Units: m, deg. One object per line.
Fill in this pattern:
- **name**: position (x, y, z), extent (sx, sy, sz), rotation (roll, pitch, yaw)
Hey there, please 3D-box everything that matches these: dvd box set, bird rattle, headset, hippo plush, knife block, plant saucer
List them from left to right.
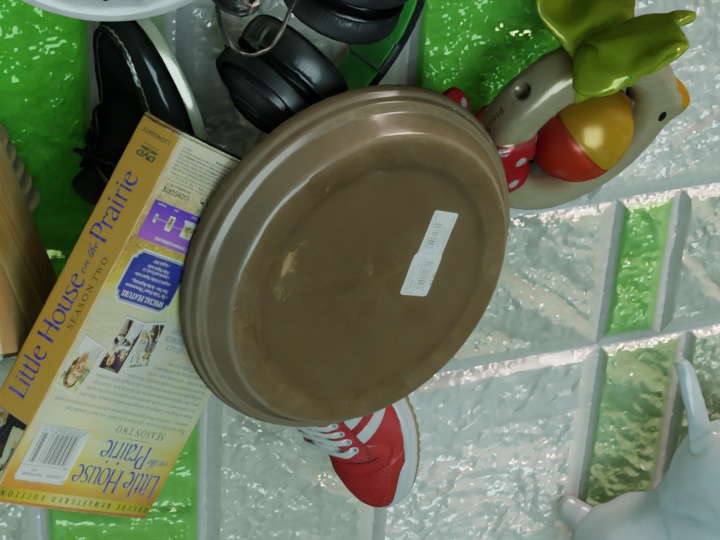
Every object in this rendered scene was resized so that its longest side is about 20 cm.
- **knife block**: position (-0.206, -0.039, 0.921), extent (0.064, 0.200, 0.177), rotation (-9, 88, 6)
- **dvd box set**: position (-0.110, 0.030, 0.949), extent (0.201, 0.029, 0.146), rotation (-62, 153, 4)
- **headset**: position (-0.034, -0.131, 0.944), extent (0.124, 0.094, 0.200), rotation (-56, 165, 12)
- **plant saucer**: position (0.000, 0.000, 0.969), extent (0.199, 0.029, 0.201), rotation (-18, 127, -26)
- **bird rattle**: position (0.112, -0.081, 1.063), extent (0.200, 0.113, 0.163), rotation (-48, 144, 13)
- **hippo plush**: position (0.230, 0.187, 1.246), extent (0.161, 0.160, 0.200), rotation (-39, 148, 16)

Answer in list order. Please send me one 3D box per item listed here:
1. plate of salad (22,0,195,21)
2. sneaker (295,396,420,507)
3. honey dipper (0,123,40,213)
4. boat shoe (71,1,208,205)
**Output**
- **plate of salad**: position (-0.114, -0.216, 0.878), extent (0.199, 0.048, 0.201), rotation (-8, 110, -22)
- **sneaker**: position (-0.029, 0.079, 1.083), extent (0.112, 0.071, 0.201), rotation (-42, 130, -40)
- **honey dipper**: position (-0.215, -0.107, 0.926), extent (0.038, 0.038, 0.201), rotation (-27, 127, -7)
- **boat shoe**: position (-0.120, -0.047, 0.985), extent (0.066, 0.074, 0.200), rotation (-29, 138, -21)
